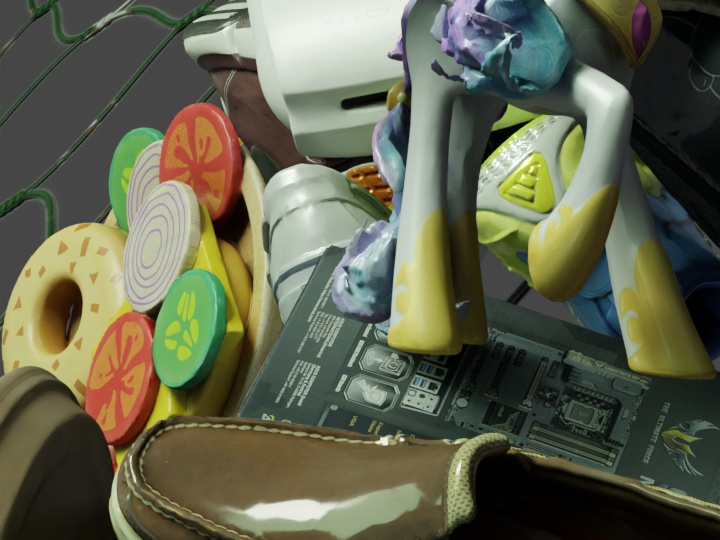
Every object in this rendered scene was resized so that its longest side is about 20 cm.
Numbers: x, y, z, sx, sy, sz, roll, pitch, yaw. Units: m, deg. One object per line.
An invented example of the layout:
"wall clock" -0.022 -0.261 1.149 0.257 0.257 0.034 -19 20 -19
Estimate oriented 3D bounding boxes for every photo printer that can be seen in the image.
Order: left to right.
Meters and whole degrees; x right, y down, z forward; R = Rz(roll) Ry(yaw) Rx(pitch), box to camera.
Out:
"photo printer" 0.036 -0.115 1.089 0.166 0.070 0.200 -15 27 2

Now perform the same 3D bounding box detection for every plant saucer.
"plant saucer" -0.134 0.138 1.068 0.029 0.201 0.200 9 40 12

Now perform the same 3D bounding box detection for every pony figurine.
"pony figurine" 0.040 -0.075 0.848 0.193 0.166 0.201 7 95 51

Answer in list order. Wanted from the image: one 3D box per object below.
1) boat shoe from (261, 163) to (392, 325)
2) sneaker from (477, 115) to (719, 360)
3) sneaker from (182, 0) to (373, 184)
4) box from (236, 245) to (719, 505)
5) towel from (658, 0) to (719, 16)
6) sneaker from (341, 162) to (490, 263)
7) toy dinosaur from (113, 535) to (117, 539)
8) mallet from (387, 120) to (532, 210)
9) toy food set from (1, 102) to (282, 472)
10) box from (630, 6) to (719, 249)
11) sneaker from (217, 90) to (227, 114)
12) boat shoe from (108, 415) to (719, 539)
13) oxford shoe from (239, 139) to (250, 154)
"boat shoe" 0.000 0.000 1.090 0.073 0.067 0.200 -18 -11 -2
"sneaker" 0.100 -0.003 1.039 0.076 0.105 0.200 -42 -10 15
"sneaker" 0.003 -0.074 1.255 0.076 0.116 0.200 -31 19 -27
"box" 0.026 0.094 0.862 0.051 0.157 0.200 97 -166 -46
"towel" 0.157 -0.137 0.890 0.133 0.034 0.200 -48 21 -9
"sneaker" 0.056 -0.040 1.207 0.200 0.076 0.092 -36 -7 40
"toy dinosaur" -0.028 0.110 1.080 0.088 0.047 0.200 -54 27 -12
"mallet" 0.025 -0.028 1.157 0.066 0.041 0.200 -27 -6 -34
"toy food set" -0.097 0.024 1.249 0.198 0.048 0.200 -55 35 30
"box" 0.201 -0.068 0.891 0.200 0.124 0.197 -42 19 4
"sneaker" 0.008 -0.140 1.477 0.200 0.076 0.077 -50 26 9
"boat shoe" 0.026 0.072 0.795 0.075 0.201 0.075 98 -173 -47
"oxford shoe" -0.037 -0.039 1.351 0.072 0.071 0.200 -23 27 30
